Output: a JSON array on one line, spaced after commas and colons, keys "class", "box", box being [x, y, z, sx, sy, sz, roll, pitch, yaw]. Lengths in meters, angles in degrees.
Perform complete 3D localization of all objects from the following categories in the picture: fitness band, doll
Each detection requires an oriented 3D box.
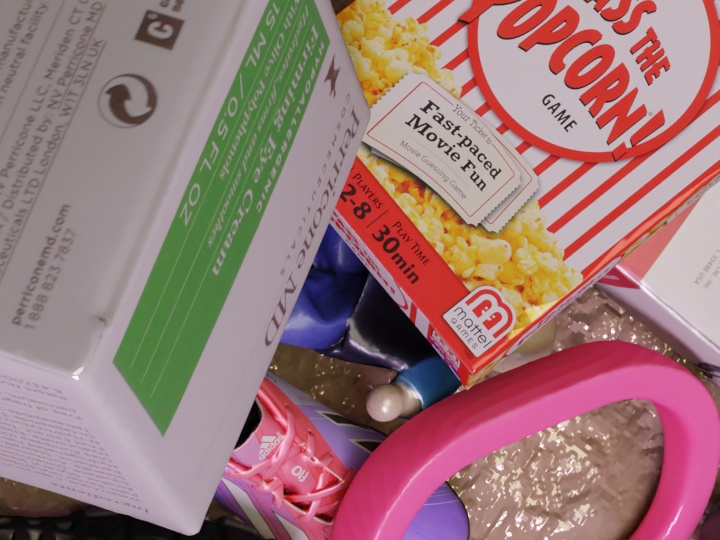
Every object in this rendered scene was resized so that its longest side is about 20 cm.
[{"class": "fitness band", "box": [0.074, 0.110, 1.279, 0.200, 0.037, 0.144, -22, 124, -28]}, {"class": "doll", "box": [0.000, 0.000, 1.265, 0.200, 0.048, 0.137, 18, 59, -26]}]

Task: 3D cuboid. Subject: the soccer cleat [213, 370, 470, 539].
[{"class": "soccer cleat", "box": [-0.034, 0.080, 1.256, 0.200, 0.073, 0.068, 33, 84, -17]}]

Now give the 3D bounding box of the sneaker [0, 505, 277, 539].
[{"class": "sneaker", "box": [-0.122, 0.140, 1.239, 0.200, 0.075, 0.079, 3, 105, -6]}]

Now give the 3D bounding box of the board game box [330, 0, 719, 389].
[{"class": "board game box", "box": [0.073, -0.073, 1.226, 0.200, 0.046, 0.152, -39, 82, -8]}]

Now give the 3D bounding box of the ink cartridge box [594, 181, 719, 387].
[{"class": "ink cartridge box", "box": [0.189, -0.020, 1.317, 0.200, 0.083, 0.147, 39, 82, -16]}]

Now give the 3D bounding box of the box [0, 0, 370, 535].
[{"class": "box", "box": [-0.130, -0.038, 1.108, 0.200, 0.171, 0.199, 16, 70, 16]}]

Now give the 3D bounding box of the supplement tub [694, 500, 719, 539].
[{"class": "supplement tub", "box": [0.239, 0.174, 1.336, 0.200, 0.107, 0.107, 44, 80, -17]}]
